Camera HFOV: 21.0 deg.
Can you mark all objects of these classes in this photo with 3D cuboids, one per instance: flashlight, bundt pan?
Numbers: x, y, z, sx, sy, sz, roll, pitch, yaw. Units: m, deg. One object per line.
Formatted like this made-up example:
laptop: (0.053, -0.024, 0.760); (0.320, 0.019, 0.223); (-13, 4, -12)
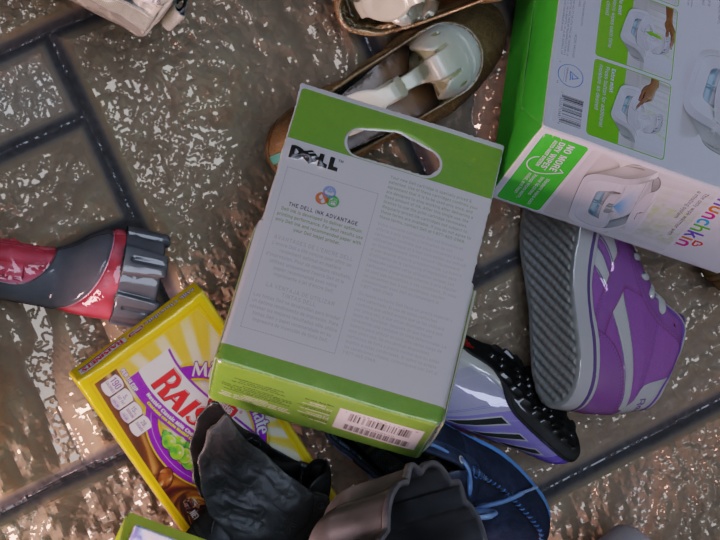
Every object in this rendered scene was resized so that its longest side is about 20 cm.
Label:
flashlight: (-0.227, -0.010, 1.272); (0.199, 0.068, 0.068); (13, 71, -11)
bundt pan: (0.021, 0.222, 1.210); (0.075, 0.202, 0.203); (-10, 92, 23)

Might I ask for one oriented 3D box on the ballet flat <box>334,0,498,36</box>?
ballet flat: (0.064, -0.196, 1.278); (0.071, 0.199, 0.065); (58, 39, -16)

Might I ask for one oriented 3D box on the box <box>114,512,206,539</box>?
box: (-0.123, 0.243, 1.250); (0.121, 0.048, 0.201); (21, 119, -11)

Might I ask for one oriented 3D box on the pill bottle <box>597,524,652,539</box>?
pill bottle: (0.139, 0.276, 1.322); (0.200, 0.114, 0.115); (-37, 97, -10)

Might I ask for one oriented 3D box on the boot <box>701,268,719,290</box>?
boot: (0.351, 0.059, 1.396); (0.174, 0.066, 0.201); (-18, 94, -11)

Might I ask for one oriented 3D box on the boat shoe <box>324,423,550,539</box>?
boat shoe: (0.043, 0.145, 1.311); (0.200, 0.069, 0.084); (32, 121, -16)

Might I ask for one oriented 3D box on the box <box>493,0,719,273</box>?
box: (0.194, -0.127, 1.308); (0.176, 0.097, 0.201); (17, 57, -13)

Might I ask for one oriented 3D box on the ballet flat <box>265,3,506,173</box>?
ballet flat: (0.024, -0.124, 1.324); (0.199, 0.072, 0.068); (-30, 95, -11)

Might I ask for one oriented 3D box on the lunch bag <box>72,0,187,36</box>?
lunch bag: (-0.190, -0.247, 1.218); (0.199, 0.139, 0.168); (20, 56, -14)

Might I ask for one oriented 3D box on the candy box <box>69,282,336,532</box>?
candy box: (-0.098, 0.116, 1.290); (0.102, 0.026, 0.200); (-37, 115, -12)

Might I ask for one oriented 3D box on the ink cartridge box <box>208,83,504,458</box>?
ink cartridge box: (0.000, 0.000, 1.251); (0.147, 0.076, 0.201); (17, 67, -3)

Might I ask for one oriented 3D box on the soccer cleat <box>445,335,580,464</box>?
soccer cleat: (0.065, 0.081, 1.342); (0.200, 0.068, 0.073); (36, 111, -17)

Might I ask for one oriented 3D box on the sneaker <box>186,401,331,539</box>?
sneaker: (-0.041, 0.173, 1.280); (0.199, 0.060, 0.104); (30, 97, -23)

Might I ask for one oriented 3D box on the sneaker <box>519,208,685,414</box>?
sneaker: (0.175, 0.002, 1.367); (0.114, 0.073, 0.202); (6, 82, -32)
